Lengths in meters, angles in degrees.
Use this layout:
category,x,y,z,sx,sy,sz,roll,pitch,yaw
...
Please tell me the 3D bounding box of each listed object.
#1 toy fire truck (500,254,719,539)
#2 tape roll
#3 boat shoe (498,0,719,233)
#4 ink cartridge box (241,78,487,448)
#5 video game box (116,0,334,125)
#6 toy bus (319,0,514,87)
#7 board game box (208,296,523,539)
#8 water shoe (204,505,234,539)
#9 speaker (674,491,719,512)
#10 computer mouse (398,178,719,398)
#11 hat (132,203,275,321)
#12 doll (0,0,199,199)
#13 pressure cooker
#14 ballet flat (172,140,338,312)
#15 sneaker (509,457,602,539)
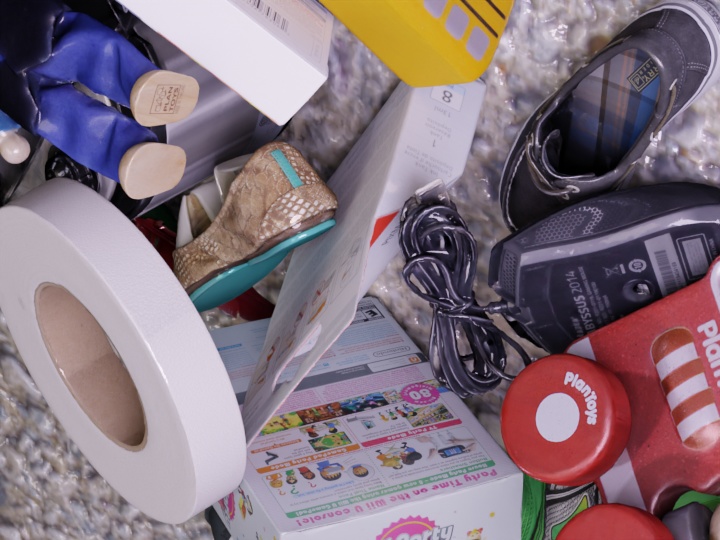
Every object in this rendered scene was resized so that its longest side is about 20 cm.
category,x,y,z,sx,sy,sz,roll,pitch,yaw
toy fire truck,0.178,0.099,1.382,0.168,0.112,0.200,-29,64,26
tape roll,-0.136,0.044,1.514,0.203,0.037,0.203,44,152,31
boat shoe,0.120,-0.069,1.453,0.070,0.066,0.200,53,139,6
ink cartridge box,0.000,0.000,1.521,0.047,0.200,0.160,26,138,-12
video game box,-0.100,-0.185,1.465,0.200,0.182,0.047,37,116,-15
toy bus,-0.002,-0.183,1.441,0.065,0.078,0.200,0,149,44
board game box,-0.016,0.101,1.575,0.200,0.147,0.064,-129,33,-52
water shoe,0.000,0.155,1.643,0.072,0.200,0.079,-60,41,21
speaker,0.236,0.127,1.447,0.200,0.088,0.089,-20,99,49
computer mouse,0.126,-0.007,1.450,0.200,0.053,0.139,-8,130,10
hat,-0.120,-0.031,1.744,0.166,0.176,0.200,-145,40,-80
doll,-0.168,-0.114,1.448,0.200,0.048,0.137,29,118,35
pressure cooker,-0.149,-0.117,1.587,0.179,0.200,0.176,11,122,41
ballet flat,-0.068,-0.028,1.580,0.065,0.070,0.200,65,151,4
sneaker,0.131,0.121,1.565,0.085,0.078,0.200,36,144,14
